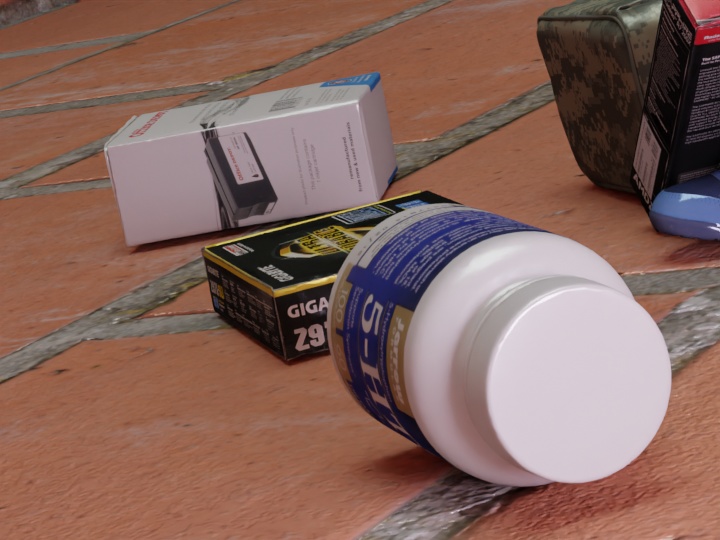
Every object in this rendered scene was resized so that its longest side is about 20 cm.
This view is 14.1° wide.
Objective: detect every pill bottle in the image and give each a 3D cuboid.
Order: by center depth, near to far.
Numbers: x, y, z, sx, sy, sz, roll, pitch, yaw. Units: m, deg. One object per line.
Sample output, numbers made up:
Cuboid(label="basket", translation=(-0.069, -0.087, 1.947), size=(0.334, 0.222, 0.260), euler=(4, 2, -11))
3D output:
Cuboid(label="pill bottle", translation=(0.067, 0.037, 1.374), size=(0.119, 0.120, 0.200), euler=(-15, 11, -15))

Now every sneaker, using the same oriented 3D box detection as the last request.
Cuboid(label="sneaker", translation=(0.269, -0.068, 1.773), size=(0.199, 0.083, 0.074), euler=(-14, 14, -5))

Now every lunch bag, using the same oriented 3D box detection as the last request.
Cuboid(label="lunch bag", translation=(0.235, -0.137, 1.980), size=(0.167, 0.140, 0.200), euler=(-21, 9, -12))

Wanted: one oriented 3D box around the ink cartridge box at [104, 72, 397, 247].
Cuboid(label="ink cartridge box", translation=(-0.081, -0.086, 2.223), size=(0.199, 0.085, 0.145), euler=(-9, 11, 9))

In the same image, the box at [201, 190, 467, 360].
Cuboid(label="box", translation=(0.000, 0.000, 1.814), size=(0.159, 0.050, 0.200), euler=(-13, 11, -13))

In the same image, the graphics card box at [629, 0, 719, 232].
Cuboid(label="graphics card box", translation=(0.241, -0.115, 1.799), size=(0.125, 0.200, 0.051), euler=(-16, 54, -14))
